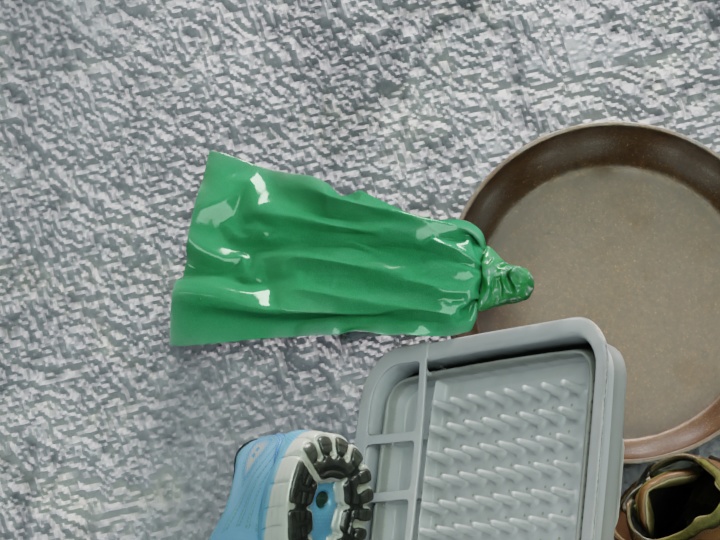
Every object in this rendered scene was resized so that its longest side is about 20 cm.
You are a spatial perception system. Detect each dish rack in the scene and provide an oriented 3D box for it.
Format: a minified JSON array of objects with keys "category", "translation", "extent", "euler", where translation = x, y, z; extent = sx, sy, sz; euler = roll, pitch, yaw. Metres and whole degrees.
[{"category":"dish rack","translation":[0.071,0.121,1.604],"extent":[0.043,0.199,0.173],"euler":[19,70,-36]}]

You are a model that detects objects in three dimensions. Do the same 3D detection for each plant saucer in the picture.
[{"category":"plant saucer","translation":[0.146,0.015,1.692],"extent":[0.199,0.035,0.202],"euler":[0,75,0]}]

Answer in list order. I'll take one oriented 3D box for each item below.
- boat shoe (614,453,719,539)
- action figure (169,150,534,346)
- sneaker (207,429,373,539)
[{"category":"boat shoe","translation":[0.175,0.125,1.573],"extent":[0.068,0.200,0.072],"euler":[30,77,-17]},{"category":"action figure","translation":[0.000,0.000,1.668],"extent":[0.199,0.055,0.119],"euler":[6,75,16]},{"category":"sneaker","translation":[-0.050,0.185,1.631],"extent":[0.078,0.090,0.201],"euler":[13,87,-40]}]
